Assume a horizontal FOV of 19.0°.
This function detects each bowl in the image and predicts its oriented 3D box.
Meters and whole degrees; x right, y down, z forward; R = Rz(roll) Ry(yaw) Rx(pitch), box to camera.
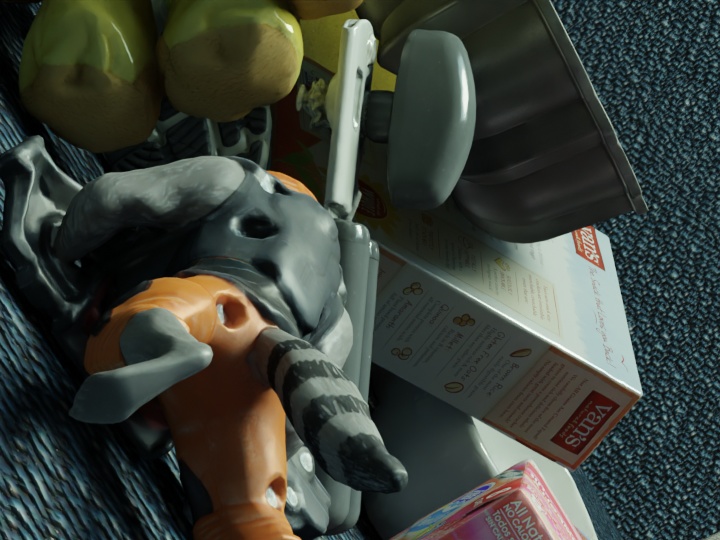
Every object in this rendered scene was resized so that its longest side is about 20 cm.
[{"bbox_3d":[0.055,0.110,1.075,0.201,0.074,0.200,57,9,-30],"label":"bowl"}]

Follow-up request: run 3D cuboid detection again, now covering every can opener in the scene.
[{"bbox_3d":[0.000,0.000,0.814,0.053,0.066,0.202,47,51,-75],"label":"can opener"}]

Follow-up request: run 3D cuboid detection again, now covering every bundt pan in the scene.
[{"bbox_3d":[0.048,-0.099,0.941,0.203,0.075,0.202,61,7,-12],"label":"bundt pan"}]

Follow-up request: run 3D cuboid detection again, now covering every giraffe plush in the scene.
[{"bbox_3d":[-0.071,-0.147,0.863,0.162,0.171,0.202,26,49,-80],"label":"giraffe plush"}]

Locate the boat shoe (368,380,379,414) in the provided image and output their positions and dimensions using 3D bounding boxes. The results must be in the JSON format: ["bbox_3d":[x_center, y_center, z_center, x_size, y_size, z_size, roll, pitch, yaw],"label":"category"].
[{"bbox_3d":[-0.028,-0.007,1.049,0.073,0.065,0.201,52,9,-50],"label":"boat shoe"}]

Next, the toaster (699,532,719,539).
[{"bbox_3d":[0.205,0.262,1.195,0.181,0.118,0.201,-117,-164,-46],"label":"toaster"}]

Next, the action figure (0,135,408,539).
[{"bbox_3d":[-0.025,0.042,0.650,0.200,0.104,0.194,54,17,-27],"label":"action figure"}]

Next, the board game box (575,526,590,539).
[{"bbox_3d":[0.116,0.200,0.939,0.158,0.039,0.201,47,35,-42],"label":"board game box"}]

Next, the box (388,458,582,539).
[{"bbox_3d":[0.072,0.180,0.774,0.201,0.094,0.103,59,6,3],"label":"box"}]

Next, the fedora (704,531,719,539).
[{"bbox_3d":[0.201,0.203,1.059,0.091,0.175,0.201,70,33,-46],"label":"fedora"}]

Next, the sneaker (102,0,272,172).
[{"bbox_3d":[-0.077,-0.072,0.949,0.200,0.077,0.080,-115,180,-50],"label":"sneaker"}]

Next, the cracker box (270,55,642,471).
[{"bbox_3d":[0.030,-0.007,0.989,0.199,0.058,0.134,29,28,-18],"label":"cracker box"}]

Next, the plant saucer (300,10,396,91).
[{"bbox_3d":[-0.053,-0.113,1.152,0.199,0.048,0.201,8,-42,53],"label":"plant saucer"}]
